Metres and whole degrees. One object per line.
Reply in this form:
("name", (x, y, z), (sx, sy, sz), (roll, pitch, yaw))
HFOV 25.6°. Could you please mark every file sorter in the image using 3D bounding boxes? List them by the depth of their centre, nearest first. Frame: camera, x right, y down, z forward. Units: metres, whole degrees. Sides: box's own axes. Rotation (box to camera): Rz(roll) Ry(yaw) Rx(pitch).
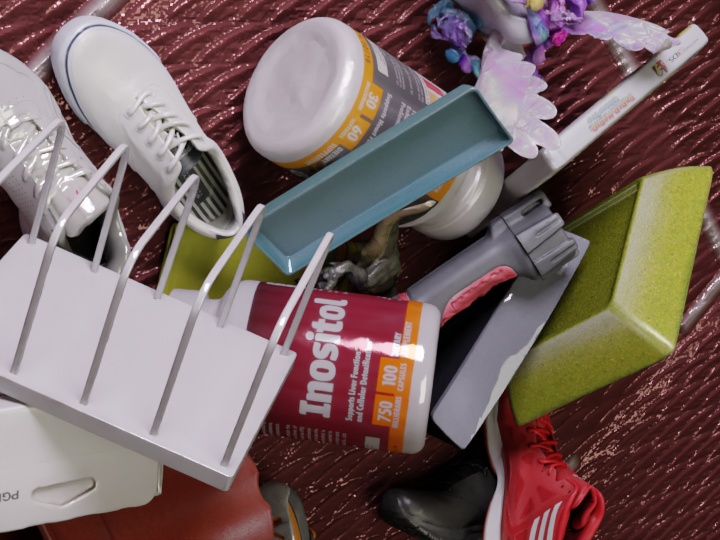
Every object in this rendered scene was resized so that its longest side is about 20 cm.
("file sorter", (-0.135, 0.011, 0.970), (0.139, 0.200, 0.125), (-63, 176, -57))

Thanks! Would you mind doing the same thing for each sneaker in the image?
("sneaker", (-0.209, -0.069, 1.071), (0.078, 0.099, 0.200), (-44, 129, -15))
("sneaker", (-0.141, -0.101, 1.129), (0.073, 0.071, 0.200), (-49, 130, -11))
("sneaker", (-0.057, 0.258, 1.352), (0.077, 0.078, 0.200), (-33, 130, -40))
("sneaker", (0.172, 0.170, 1.407), (0.078, 0.115, 0.200), (14, 69, -38))
("sneaker", (0.093, 0.207, 1.452), (0.200, 0.076, 0.091), (15, 89, -48))

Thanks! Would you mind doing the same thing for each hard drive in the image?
("hard drive", (0.103, 0.047, 1.338), (0.042, 0.135, 0.200), (34, 83, -18))

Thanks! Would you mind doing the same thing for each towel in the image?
("towel", (-0.075, 0.011, 1.266), (0.200, 0.018, 0.086), (6, 101, -39))

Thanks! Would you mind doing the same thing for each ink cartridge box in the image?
("ink cartridge box", (-0.238, 0.086, 1.046), (0.147, 0.200, 0.083), (-6, 111, -37))

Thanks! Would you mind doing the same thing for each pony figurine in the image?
("pony figurine", (0.124, -0.195, 1.225), (0.166, 0.193, 0.200), (-33, 122, -11))

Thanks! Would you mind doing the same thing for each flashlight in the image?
("flashlight", (0.080, 0.023, 1.256), (0.200, 0.068, 0.068), (-33, 156, 1))

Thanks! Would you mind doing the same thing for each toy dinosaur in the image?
("toy dinosaur", (0.000, 0.000, 1.245), (0.088, 0.048, 0.200), (-19, 158, -16))

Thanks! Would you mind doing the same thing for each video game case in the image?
("video game case", (0.179, -0.111, 1.309), (0.182, 0.200, 0.023), (-40, 89, -21))

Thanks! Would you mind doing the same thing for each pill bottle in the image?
("pill bottle", (-0.045, 0.068, 1.171), (0.200, 0.113, 0.113), (7, 109, 3))
("pill bottle", (0.015, -0.102, 1.221), (0.200, 0.116, 0.117), (28, 90, -41))

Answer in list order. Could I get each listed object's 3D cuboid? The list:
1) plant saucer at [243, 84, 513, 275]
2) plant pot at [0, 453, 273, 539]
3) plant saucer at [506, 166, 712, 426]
("plant saucer", (0.011, -0.067, 1.156), (0.200, 0.019, 0.070), (-30, 139, 13))
("plant pot", (-0.182, 0.198, 1.156), (0.195, 0.201, 0.201), (-17, 119, -41))
("plant saucer", (0.196, 0.011, 1.335), (0.048, 0.200, 0.200), (34, 53, -18))
